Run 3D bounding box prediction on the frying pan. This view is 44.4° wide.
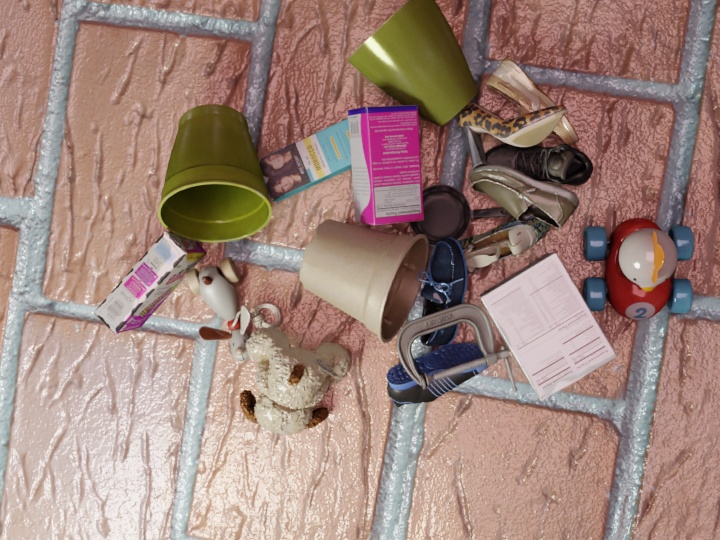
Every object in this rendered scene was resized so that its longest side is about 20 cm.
[{"bbox_3d":[0.179,-0.115,1.609,0.188,0.031,0.116,-23,77,4],"label":"frying pan"}]

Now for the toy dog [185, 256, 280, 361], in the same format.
[{"bbox_3d":[-0.250,0.069,1.627,0.132,0.096,0.200,-43,91,7],"label":"toy dog"}]

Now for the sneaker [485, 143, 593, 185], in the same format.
[{"bbox_3d":[0.313,-0.192,1.559,0.197,0.114,0.077,10,90,10],"label":"sneaker"}]

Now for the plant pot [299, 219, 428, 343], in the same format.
[{"bbox_3d":[0.000,0.000,1.571,0.182,0.200,0.203,22,93,18],"label":"plant pot"}]

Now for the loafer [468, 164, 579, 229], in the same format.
[{"bbox_3d":[0.278,-0.127,1.541,0.198,0.075,0.070,19,77,18],"label":"loafer"}]

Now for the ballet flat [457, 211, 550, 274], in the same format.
[{"bbox_3d":[0.254,-0.042,1.584,0.198,0.074,0.075,-23,87,10],"label":"ballet flat"}]

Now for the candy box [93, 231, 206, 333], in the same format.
[{"bbox_3d":[-0.385,0.021,1.632,0.061,0.136,0.200,42,95,3],"label":"candy box"}]

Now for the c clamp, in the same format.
[{"bbox_3d":[0.166,0.149,1.542,0.197,0.027,0.173,-12,94,-4],"label":"c clamp"}]

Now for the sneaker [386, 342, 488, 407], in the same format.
[{"bbox_3d":[0.143,0.192,1.604,0.197,0.079,0.071,-14,44,-4],"label":"sneaker"}]

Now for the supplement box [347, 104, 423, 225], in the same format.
[{"bbox_3d":[0.044,-0.186,1.562,0.102,0.101,0.203,-5,98,-19],"label":"supplement box"}]

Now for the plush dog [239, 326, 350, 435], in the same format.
[{"bbox_3d":[-0.126,0.221,1.592,0.197,0.161,0.174,14,115,-7],"label":"plush dog"}]

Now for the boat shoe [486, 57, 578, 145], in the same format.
[{"bbox_3d":[0.306,-0.289,1.583,0.069,0.074,0.200,-43,77,9],"label":"boat shoe"}]

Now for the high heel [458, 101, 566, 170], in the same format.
[{"bbox_3d":[0.259,-0.279,1.548,0.199,0.071,0.144,-28,60,32],"label":"high heel"}]

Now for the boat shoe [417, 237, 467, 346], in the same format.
[{"bbox_3d":[0.144,0.044,1.567,0.068,0.084,0.203,-10,107,-36],"label":"boat shoe"}]

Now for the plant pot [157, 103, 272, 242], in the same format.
[{"bbox_3d":[-0.262,-0.185,1.585,0.198,0.201,0.195,-10,63,7],"label":"plant pot"}]

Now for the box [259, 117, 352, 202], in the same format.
[{"bbox_3d":[-0.087,-0.205,1.638,0.198,0.049,0.083,-24,87,6],"label":"box"}]

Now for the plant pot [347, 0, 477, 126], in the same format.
[{"bbox_3d":[0.109,-0.361,1.564,0.187,0.187,0.200,-42,100,5],"label":"plant pot"}]

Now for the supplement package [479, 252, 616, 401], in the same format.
[{"bbox_3d":[0.321,0.093,1.536,0.150,0.152,0.201,-31,87,6],"label":"supplement package"}]

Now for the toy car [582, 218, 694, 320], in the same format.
[{"bbox_3d":[0.481,-0.002,1.493,0.182,0.200,0.180,1,90,7],"label":"toy car"}]
